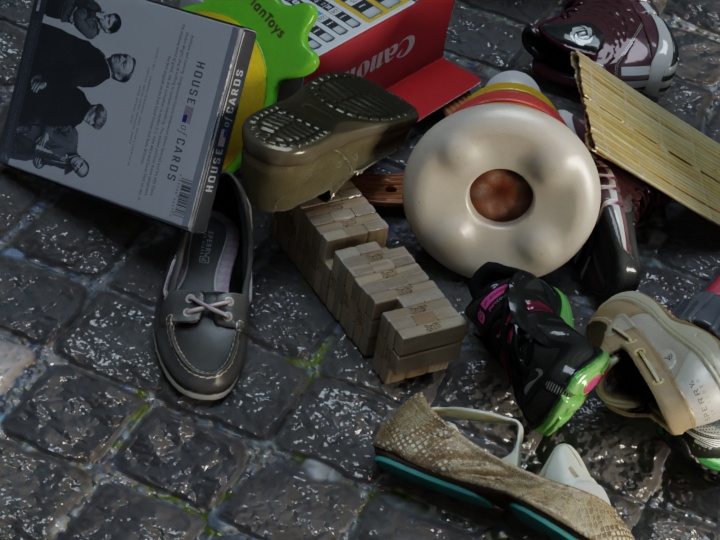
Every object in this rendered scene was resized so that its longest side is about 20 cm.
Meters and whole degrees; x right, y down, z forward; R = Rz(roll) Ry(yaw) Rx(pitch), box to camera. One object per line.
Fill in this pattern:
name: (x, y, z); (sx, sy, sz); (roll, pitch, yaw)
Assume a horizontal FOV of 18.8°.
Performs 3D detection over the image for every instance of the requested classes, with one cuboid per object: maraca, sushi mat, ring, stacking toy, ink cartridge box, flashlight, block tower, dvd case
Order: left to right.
dvd case: (-0.174, -0.125, 1.586); (0.200, 0.151, 0.025); (20, 8, 33)
maraca: (-0.116, -0.142, 1.634); (0.137, 0.200, 0.107); (48, 12, 17)
ink cartridge box: (-0.018, -0.188, 1.744); (0.175, 0.084, 0.200); (32, 44, 24)
block tower: (0.000, 0.000, 1.580); (0.058, 0.054, 0.200); (-12, 44, -26)
ring: (0.010, -0.112, 1.741); (0.200, 0.019, 0.201); (7, 41, -6)
stacking toy: (0.111, -0.094, 1.667); (0.146, 0.146, 0.200); (11, 29, 0)
sushi mat: (0.232, -0.092, 1.671); (0.200, 0.012, 0.096); (27, 45, -37)
flashlight: (0.291, 0.006, 1.624); (0.068, 0.068, 0.200); (15, 35, 28)

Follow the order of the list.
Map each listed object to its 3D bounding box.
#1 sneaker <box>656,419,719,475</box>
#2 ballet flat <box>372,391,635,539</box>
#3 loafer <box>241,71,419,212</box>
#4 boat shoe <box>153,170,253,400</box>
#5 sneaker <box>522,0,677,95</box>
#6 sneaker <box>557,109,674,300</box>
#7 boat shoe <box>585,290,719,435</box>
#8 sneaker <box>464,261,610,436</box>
sneaker: (0.284, 0.074, 1.531); (0.200, 0.085, 0.078); (-29, 54, -34)
ballet flat: (0.105, 0.134, 1.427); (0.200, 0.071, 0.065); (24, 79, 13)
loafer: (-0.029, -0.093, 1.595); (0.076, 0.068, 0.200); (35, 30, 22)
boat shoe: (-0.110, 0.006, 1.545); (0.067, 0.057, 0.200); (6, 40, -5)
sneaker: (0.184, -0.223, 1.856); (0.115, 0.076, 0.200); (-7, 44, -16)
sneaker: (0.215, -0.053, 1.677); (0.115, 0.076, 0.200); (4, 42, -17)
boat shoe: (0.191, 0.066, 1.493); (0.069, 0.074, 0.200); (-29, 14, -11)
sneaker: (0.111, 0.050, 1.491); (0.084, 0.077, 0.200); (35, 9, -18)
